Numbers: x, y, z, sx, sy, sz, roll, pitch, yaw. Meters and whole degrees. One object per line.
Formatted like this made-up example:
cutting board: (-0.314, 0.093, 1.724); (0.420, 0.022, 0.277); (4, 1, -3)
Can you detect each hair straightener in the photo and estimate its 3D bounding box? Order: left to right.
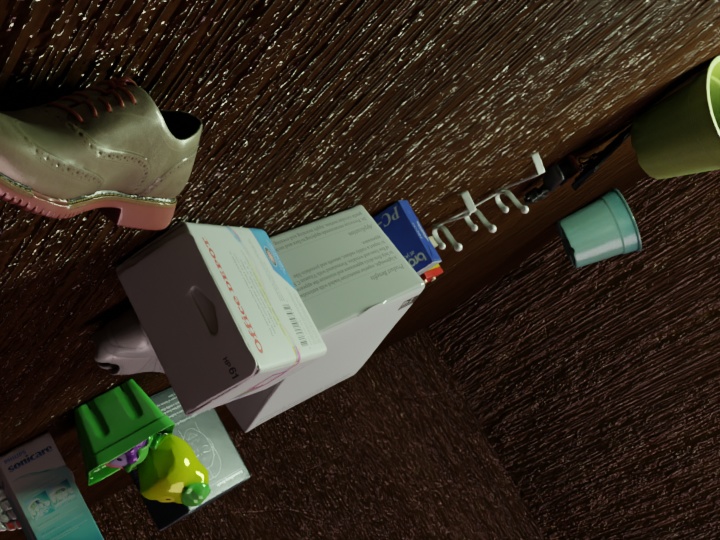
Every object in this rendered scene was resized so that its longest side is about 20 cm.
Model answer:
hair straightener: (0.334, -0.155, 1.873); (0.076, 0.041, 0.200); (-28, 176, -17)

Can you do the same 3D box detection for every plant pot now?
plant pot: (0.693, -0.113, 2.969); (0.194, 0.203, 0.200); (-22, 173, 4)
plant pot: (0.584, -0.247, 1.771); (0.199, 0.202, 0.189); (-23, -177, -41)

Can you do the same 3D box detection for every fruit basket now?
fruit basket: (-0.319, 0.274, 1.464); (0.154, 0.217, 0.216); (-27, 172, -21)

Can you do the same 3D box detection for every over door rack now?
over door rack: (0.204, -0.097, 1.605); (0.147, 0.067, 0.200); (-29, 172, -16)

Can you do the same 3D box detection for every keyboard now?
keyboard: (0.436, -0.214, 1.853); (0.200, 0.040, 0.104); (-40, 173, -39)

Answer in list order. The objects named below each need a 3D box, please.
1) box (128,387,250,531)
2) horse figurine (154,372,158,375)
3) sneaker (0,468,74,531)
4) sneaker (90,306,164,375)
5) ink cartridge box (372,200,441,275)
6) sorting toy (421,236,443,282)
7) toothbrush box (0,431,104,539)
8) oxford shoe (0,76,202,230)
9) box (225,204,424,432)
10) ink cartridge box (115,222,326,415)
box: (-0.308, 0.307, 1.710); (0.148, 0.202, 0.107); (-20, 168, -49)
horse figurine: (-0.189, 0.076, 1.273); (0.199, 0.050, 0.133); (-29, 166, -30)
sneaker: (-0.585, 0.403, 1.743); (0.081, 0.078, 0.199); (-28, 175, 33)
sneaker: (-0.234, 0.079, 1.082); (0.091, 0.076, 0.200); (-22, 164, -4)
ink cartridge box: (0.000, 0.000, 1.343); (0.199, 0.095, 0.044); (-33, 172, 19)
sorting toy: (0.033, 0.031, 1.748); (0.198, 0.070, 0.199); (-35, 172, 29)
toothbrush box: (-0.449, 0.353, 1.465); (0.085, 0.201, 0.146); (-27, 171, -27)
oxford shoe: (-0.148, -0.071, 0.516); (0.075, 0.070, 0.200); (-59, 165, 9)
box: (-0.065, 0.053, 1.173); (0.198, 0.131, 0.201); (-22, 157, -45)
ink cartridge box: (-0.123, 0.040, 0.938); (0.084, 0.146, 0.200); (-30, 173, 12)
